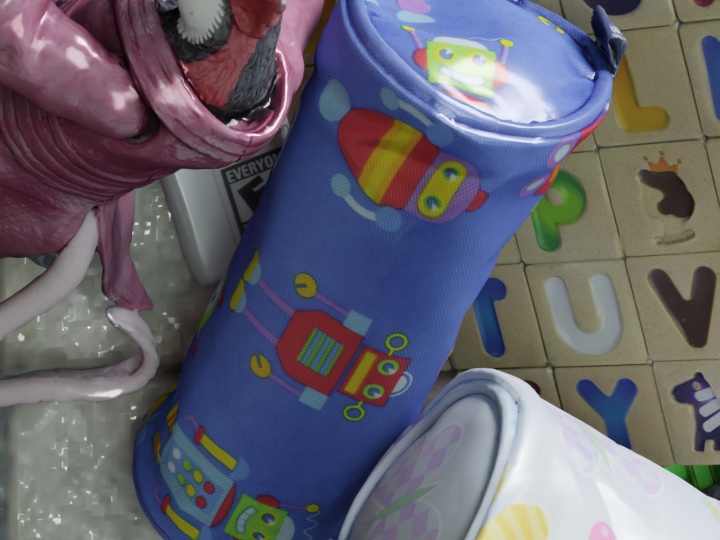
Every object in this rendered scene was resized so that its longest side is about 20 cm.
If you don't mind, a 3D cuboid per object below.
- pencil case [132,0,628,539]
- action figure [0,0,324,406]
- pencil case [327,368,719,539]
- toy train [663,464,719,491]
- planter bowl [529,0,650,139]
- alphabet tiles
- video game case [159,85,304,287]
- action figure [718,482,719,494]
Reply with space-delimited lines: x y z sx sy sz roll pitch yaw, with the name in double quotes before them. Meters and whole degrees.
"pencil case" 0.000 0.000 0.826 0.078 0.087 0.200 23 128 -5
"action figure" -0.074 -0.041 0.765 0.134 0.200 0.150 -8 88 -36
"pencil case" 0.090 0.105 0.810 0.200 0.091 0.083 29 118 -23
"toy train" 0.101 0.046 0.937 0.199 0.042 0.057 -26 117 -14
"planter bowl" 0.094 -0.086 0.864 0.199 0.083 0.201 -4 100 -20
"alphabet tiles" 0.053 -0.034 0.830 0.006 0.166 0.201 -40 121 -51
"video game case" 0.014 -0.114 0.887 0.199 0.023 0.183 -21 106 -15
"action figure" 0.159 0.107 0.929 0.199 0.130 0.070 12 70 -26
